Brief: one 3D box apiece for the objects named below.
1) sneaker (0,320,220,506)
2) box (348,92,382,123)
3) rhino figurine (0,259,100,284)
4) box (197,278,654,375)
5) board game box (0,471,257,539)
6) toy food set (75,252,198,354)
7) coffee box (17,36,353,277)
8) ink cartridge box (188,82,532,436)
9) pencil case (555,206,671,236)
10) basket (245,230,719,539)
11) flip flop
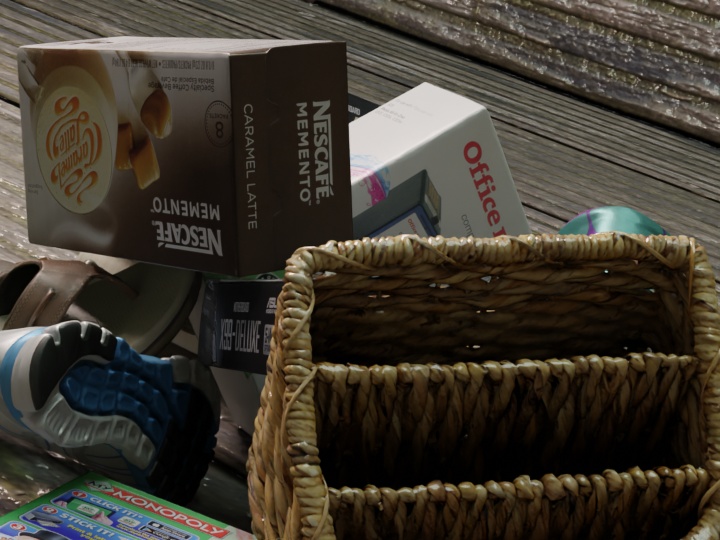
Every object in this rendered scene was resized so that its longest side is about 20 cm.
[{"bbox_3d":[-0.142,0.066,0.993,0.086,0.075,0.200,8,-17,27],"label":"sneaker"},{"bbox_3d":[-0.070,-0.064,1.252,0.159,0.044,0.200,18,-27,-32],"label":"box"},{"bbox_3d":[-0.237,0.026,1.162,0.087,0.060,0.199,0,3,35],"label":"rhino figurine"},{"bbox_3d":[0.031,0.040,0.998,0.199,0.050,0.158,8,-3,-19],"label":"box"},{"bbox_3d":[-0.072,0.153,0.888,0.199,0.029,0.134,19,12,16],"label":"board game box"},{"bbox_3d":[-0.111,0.023,1.332,0.143,0.061,0.200,26,11,4],"label":"toy food set"},{"bbox_3d":[-0.098,-0.066,1.034,0.079,0.115,0.199,-11,14,-40],"label":"coffee box"},{"bbox_3d":[0.000,0.000,1.151,0.199,0.146,0.087,-30,27,-18],"label":"ink cartridge box"},{"bbox_3d":[0.155,0.061,1.165,0.084,0.093,0.201,12,49,-5],"label":"pencil case"},{"bbox_3d":[0.060,0.083,0.824,0.199,0.150,0.143,0,45,-15],"label":"basket"},{"bbox_3d":[-0.183,0.026,1.050,0.199,0.058,0.081,-12,38,5],"label":"flip flop"}]
